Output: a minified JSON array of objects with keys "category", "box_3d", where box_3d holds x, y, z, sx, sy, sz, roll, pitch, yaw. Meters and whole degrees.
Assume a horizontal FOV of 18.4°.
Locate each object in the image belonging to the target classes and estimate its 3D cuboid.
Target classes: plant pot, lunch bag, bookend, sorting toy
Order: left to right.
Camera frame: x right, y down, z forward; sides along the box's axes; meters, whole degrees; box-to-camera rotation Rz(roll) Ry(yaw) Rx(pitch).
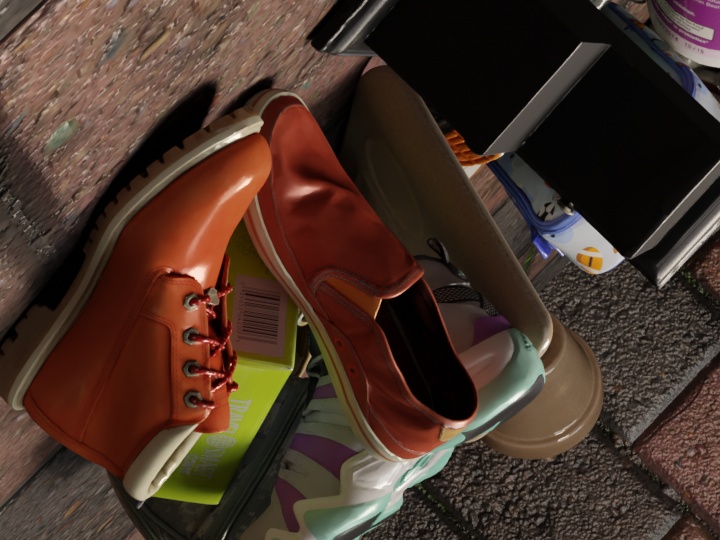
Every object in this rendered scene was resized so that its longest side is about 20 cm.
[{"category":"lunch bag","box_3d":[-0.077,0.123,1.372,0.140,0.167,0.200,-57,172,-7]},{"category":"sorting toy","box_3d":[0.044,-0.007,1.280,0.036,0.186,0.200,-26,167,-18]},{"category":"plant pot","box_3d":[0.231,0.133,3.021,0.200,0.200,0.175,-44,155,-15]},{"category":"bookend","box_3d":[0.100,-0.082,1.140,0.092,0.200,0.199,-48,172,14]},{"category":"lunch bag","box_3d":[0.163,-0.092,1.542,0.160,0.076,0.200,-43,-150,9]}]

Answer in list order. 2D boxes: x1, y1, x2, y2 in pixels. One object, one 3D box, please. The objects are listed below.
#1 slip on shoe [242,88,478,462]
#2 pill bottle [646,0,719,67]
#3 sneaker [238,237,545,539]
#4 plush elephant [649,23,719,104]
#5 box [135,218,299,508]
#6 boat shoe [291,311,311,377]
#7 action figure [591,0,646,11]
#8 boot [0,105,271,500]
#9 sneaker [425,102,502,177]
[{"category":"slip on shoe","box_3d":[0.000,0.000,1.085,0.061,0.201,0.074,-16,-166,38]},{"category":"pill bottle","box_3d":[0.246,-0.228,1.434,0.112,0.112,0.200,-43,158,-18]},{"category":"sneaker","box_3d":[-0.015,0.063,1.184,0.200,0.140,0.078,-38,168,5]},{"category":"plush elephant","box_3d":[0.303,-0.147,1.975,0.200,0.164,0.156,55,38,-67]},{"category":"box","box_3d":[-0.076,0.040,1.180,0.200,0.047,0.123,120,-23,-58]},{"category":"boat shoe","box_3d":[-0.039,0.008,1.358,0.073,0.063,0.200,-42,171,-23]},{"category":"action figure","box_3d":[0.108,-0.128,1.500,0.200,0.055,0.118,-43,175,9]},{"category":"boot","box_3d":[-0.083,0.017,1.035,0.200,0.107,0.075,-53,167,29]},{"category":"sneaker","box_3d":[0.063,-0.099,1.375,0.200,0.076,0.092,-43,-176,45]}]
